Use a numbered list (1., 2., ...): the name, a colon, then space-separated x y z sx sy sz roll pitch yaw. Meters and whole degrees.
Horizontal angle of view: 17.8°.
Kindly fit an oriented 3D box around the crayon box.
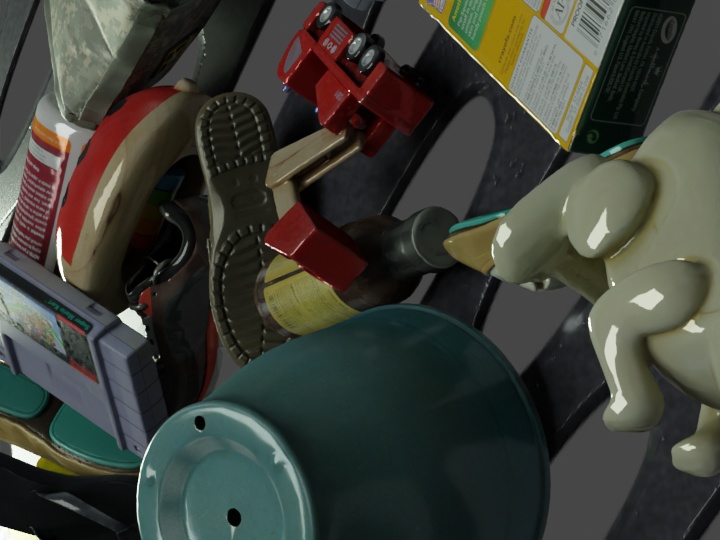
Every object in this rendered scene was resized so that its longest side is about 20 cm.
1. crayon box: 0.115 -0.168 1.340 0.200 0.051 0.126 51 129 49

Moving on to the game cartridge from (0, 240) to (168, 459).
1. game cartridge: -0.228 0.058 1.760 0.200 0.038 0.130 30 150 33

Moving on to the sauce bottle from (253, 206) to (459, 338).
1. sauce bottle: 0.000 0.000 1.509 0.200 0.064 0.065 -19 70 59

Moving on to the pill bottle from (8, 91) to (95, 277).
1. pill bottle: -0.226 -0.037 1.863 0.113 0.113 0.201 42 122 54

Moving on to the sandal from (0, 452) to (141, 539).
1. sandal: -0.229 0.194 1.793 0.043 0.199 0.076 -56 -28 -61

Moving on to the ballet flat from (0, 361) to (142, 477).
1. ballet flat: -0.246 0.125 1.854 0.199 0.069 0.063 24 145 17

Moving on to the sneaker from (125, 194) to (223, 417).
1. sneaker: -0.148 0.030 1.748 0.077 0.082 0.201 39 119 55

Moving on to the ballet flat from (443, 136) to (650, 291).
1. ballet flat: 0.113 -0.019 1.315 0.200 0.068 0.063 -27 77 58

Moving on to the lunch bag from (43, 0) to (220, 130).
1. lunch bag: -0.171 -0.222 1.764 0.164 0.117 0.201 -48 32 48

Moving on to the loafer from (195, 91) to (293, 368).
1. loafer: -0.074 -0.026 1.642 0.067 0.076 0.201 23 -118 -85

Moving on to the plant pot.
1. plant pot: -0.023 0.128 1.344 0.199 0.188 0.201 5 99 38

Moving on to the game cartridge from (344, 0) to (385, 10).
1. game cartridge: 0.040 -0.273 1.450 0.200 0.040 0.134 123 165 -51

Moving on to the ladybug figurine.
1. ladybug figurine: -0.175 -0.060 1.748 0.072 0.136 0.201 32 105 19

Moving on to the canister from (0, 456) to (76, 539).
1. canister: -0.261 0.266 1.916 0.200 0.086 0.149 -59 38 37

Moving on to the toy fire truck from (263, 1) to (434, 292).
1. toy fire truck: -0.021 -0.085 1.501 0.141 0.049 0.200 -52 30 8

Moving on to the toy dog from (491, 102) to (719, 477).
1. toy dog: 0.195 0.015 1.123 0.194 0.140 0.200 -42 37 1
